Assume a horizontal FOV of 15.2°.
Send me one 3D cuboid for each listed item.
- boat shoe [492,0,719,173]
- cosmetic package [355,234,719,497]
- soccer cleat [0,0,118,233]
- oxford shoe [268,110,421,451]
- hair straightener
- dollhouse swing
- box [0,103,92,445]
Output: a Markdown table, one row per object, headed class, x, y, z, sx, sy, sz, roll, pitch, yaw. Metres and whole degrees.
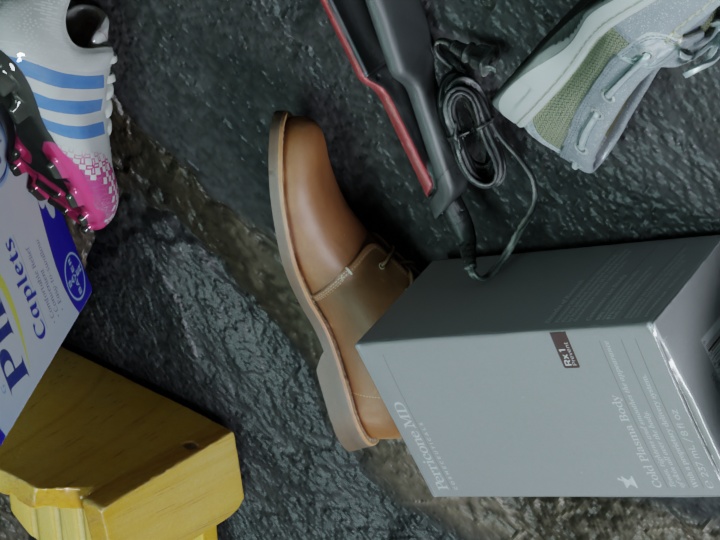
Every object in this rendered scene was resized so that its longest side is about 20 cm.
| class | x | y | z | sx | sy | sz | roll | pitch | yaw |
| --- | --- | --- | --- | --- | --- | --- | --- | --- | --- |
| boat shoe | 0.132 | -0.105 | 1.223 | 0.065 | 0.074 | 0.202 | 44 | 145 | -4 |
| cosmetic package | 0.107 | 0.051 | 1.361 | 0.200 | 0.090 | 0.107 | -9 | 118 | 43 |
| soccer cleat | -0.161 | -0.095 | 1.509 | 0.070 | 0.086 | 0.200 | 34 | 163 | 26 |
| oxford shoe | 0.000 | 0.000 | 1.449 | 0.071 | 0.071 | 0.200 | -12 | 116 | 16 |
| hair straightener | 0.036 | -0.087 | 1.340 | 0.077 | 0.041 | 0.200 | -7 | 109 | 45 |
| dollhouse swing | -0.195 | 0.152 | 1.671 | 0.200 | 0.182 | 0.176 | 24 | 120 | 26 |
| box | -0.253 | -0.007 | 1.540 | 0.105 | 0.200 | 0.184 | -10 | 117 | 19 |
